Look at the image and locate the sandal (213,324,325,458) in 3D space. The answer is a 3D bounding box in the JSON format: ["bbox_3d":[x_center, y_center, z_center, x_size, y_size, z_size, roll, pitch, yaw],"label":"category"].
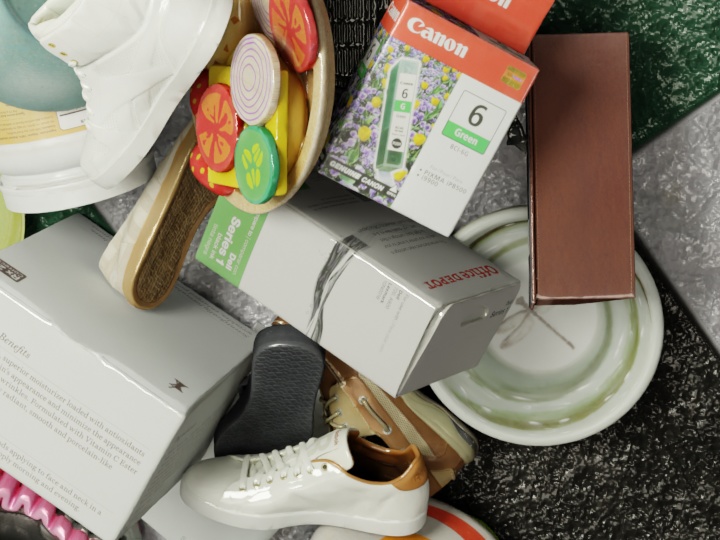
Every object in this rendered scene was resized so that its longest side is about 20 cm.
[{"bbox_3d":[-0.067,0.101,1.382,0.075,0.043,0.201,11,140,-13],"label":"sandal"}]

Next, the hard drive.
[{"bbox_3d":[-0.101,0.158,1.473,0.132,0.026,0.200,40,108,-6],"label":"hard drive"}]

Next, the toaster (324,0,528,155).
[{"bbox_3d":[0.027,-0.191,1.271,0.179,0.119,0.202,-3,109,-5],"label":"toaster"}]

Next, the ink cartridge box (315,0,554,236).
[{"bbox_3d":[0.059,-0.138,1.203,0.108,0.050,0.201,25,104,-14],"label":"ink cartridge box"}]

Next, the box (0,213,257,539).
[{"bbox_3d":[-0.208,0.078,1.356,0.198,0.200,0.131,34,110,6],"label":"box"}]

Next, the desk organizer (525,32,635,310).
[{"bbox_3d":[0.163,-0.074,1.297,0.076,0.072,0.202,-1,85,4],"label":"desk organizer"}]

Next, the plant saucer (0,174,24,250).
[{"bbox_3d":[-0.370,-0.053,1.438,0.198,0.031,0.202,2,108,7],"label":"plant saucer"}]

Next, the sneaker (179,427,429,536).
[{"bbox_3d":[-0.044,0.155,1.370,0.198,0.073,0.085,3,124,-1],"label":"sneaker"}]

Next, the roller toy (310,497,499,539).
[{"bbox_3d":[0.029,0.287,1.406,0.198,0.183,0.141,4,130,-18],"label":"roller toy"}]

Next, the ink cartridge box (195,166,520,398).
[{"bbox_3d":[0.000,0.000,1.307,0.199,0.146,0.085,35,112,22],"label":"ink cartridge box"}]

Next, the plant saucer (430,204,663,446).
[{"bbox_3d":[0.142,0.039,1.386,0.198,0.050,0.202,3,109,8],"label":"plant saucer"}]

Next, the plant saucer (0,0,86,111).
[{"bbox_3d":[-0.212,-0.212,1.219,0.199,0.039,0.203,-6,102,-33],"label":"plant saucer"}]

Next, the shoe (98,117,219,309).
[{"bbox_3d":[-0.137,-0.068,1.329,0.053,0.070,0.201,31,91,41],"label":"shoe"}]

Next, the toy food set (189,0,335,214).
[{"bbox_3d":[-0.079,-0.140,1.202,0.048,0.197,0.202,-3,99,-32],"label":"toy food set"}]

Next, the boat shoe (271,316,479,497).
[{"bbox_3d":[0.005,0.107,1.403,0.200,0.076,0.074,40,82,-6],"label":"boat shoe"}]

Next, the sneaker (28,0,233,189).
[{"bbox_3d":[-0.180,-0.143,1.195,0.115,0.074,0.200,21,136,-20],"label":"sneaker"}]

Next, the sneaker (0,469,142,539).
[{"bbox_3d":[-0.283,0.215,1.503,0.199,0.079,0.096,26,132,-1],"label":"sneaker"}]

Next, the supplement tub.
[{"bbox_3d":[-0.236,-0.158,1.323,0.143,0.145,0.202,-8,107,10],"label":"supplement tub"}]
